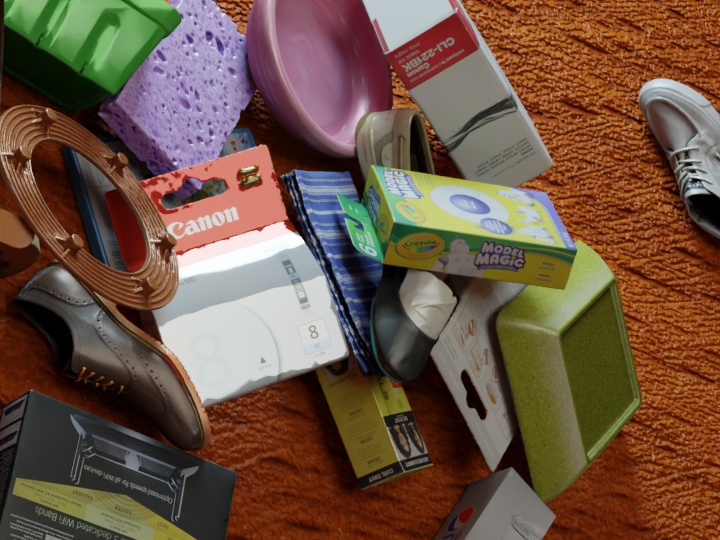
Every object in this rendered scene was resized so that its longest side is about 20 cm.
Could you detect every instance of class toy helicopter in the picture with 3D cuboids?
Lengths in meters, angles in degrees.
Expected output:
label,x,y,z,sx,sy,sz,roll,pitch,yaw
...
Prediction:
label,x,y,z,sx,sy,sz,roll,pitch,yaw
toy helicopter,-0.338,-0.026,1.464,0.200,0.132,0.079,9,64,-36

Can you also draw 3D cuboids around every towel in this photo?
label,x,y,z,sx,sy,sz,roll,pitch,yaw
towel,0.000,0.000,1.728,0.200,0.024,0.145,68,21,7

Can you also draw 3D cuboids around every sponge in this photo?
label,x,y,z,sx,sy,sz,roll,pitch,yaw
sponge,-0.155,-0.164,1.717,0.112,0.030,0.200,48,39,-21

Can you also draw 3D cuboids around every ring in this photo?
label,x,y,z,sx,sy,sz,roll,pitch,yaw
ring,-0.213,-0.055,1.531,0.200,0.019,0.201,44,23,-24

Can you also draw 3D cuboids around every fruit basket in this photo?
label,x,y,z,sx,sy,sz,roll,pitch,yaw
fruit basket,-0.248,-0.265,1.634,0.215,0.155,0.216,6,80,-31

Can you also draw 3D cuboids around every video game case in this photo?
label,x,y,z,sx,sy,sz,roll,pitch,yaw
video game case,-0.160,-0.054,1.702,0.200,0.018,0.143,-8,74,-41

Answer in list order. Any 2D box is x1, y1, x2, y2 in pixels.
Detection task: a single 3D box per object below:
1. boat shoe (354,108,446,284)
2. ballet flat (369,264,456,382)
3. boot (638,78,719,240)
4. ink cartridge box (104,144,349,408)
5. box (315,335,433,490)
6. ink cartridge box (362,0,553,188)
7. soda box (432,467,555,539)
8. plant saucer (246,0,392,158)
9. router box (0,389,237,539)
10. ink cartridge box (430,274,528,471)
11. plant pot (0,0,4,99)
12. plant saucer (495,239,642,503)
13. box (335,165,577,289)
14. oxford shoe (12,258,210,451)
label,x,y,z,sx,sy,sz,roll,pitch,yaw
boat shoe,0.052,-0.056,1.811,0.072,0.065,0.200,-34,113,-54
ballet flat,0.049,0.019,1.701,0.068,0.068,0.200,42,26,-22
boot,0.377,-0.119,2.131,0.200,0.074,0.096,44,42,-16
ink cartridge box,-0.113,0.005,1.637,0.160,0.047,0.200,-18,94,-23
box,-0.002,0.094,1.723,0.075,0.050,0.200,0,66,-65
ink cartridge box,0.094,-0.183,1.848,0.200,0.084,0.144,54,10,-30
soda box,0.096,0.271,1.724,0.068,0.063,0.200,49,48,-10
plant saucer,-0.044,-0.200,1.815,0.200,0.051,0.201,28,54,-48
router box,-0.203,0.205,1.518,0.200,0.052,0.157,26,56,-28
ink cartridge box,0.118,0.064,1.806,0.200,0.047,0.160,-58,133,-38
plant pot,-0.380,-0.159,1.464,0.200,0.187,0.187,4,64,-8
plant saucer,0.212,0.096,1.846,0.200,0.048,0.200,-37,119,-51
box,0.083,-0.041,1.713,0.200,0.048,0.117,6,28,-15
oxford shoe,-0.205,0.080,1.567,0.200,0.071,0.073,47,52,6
